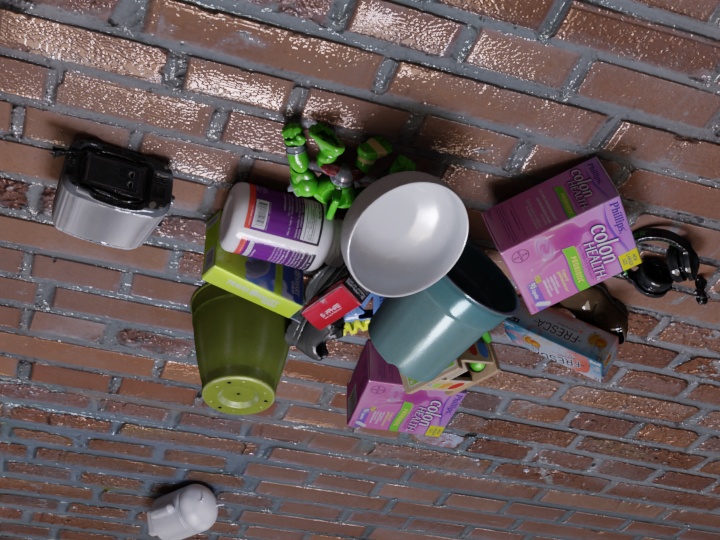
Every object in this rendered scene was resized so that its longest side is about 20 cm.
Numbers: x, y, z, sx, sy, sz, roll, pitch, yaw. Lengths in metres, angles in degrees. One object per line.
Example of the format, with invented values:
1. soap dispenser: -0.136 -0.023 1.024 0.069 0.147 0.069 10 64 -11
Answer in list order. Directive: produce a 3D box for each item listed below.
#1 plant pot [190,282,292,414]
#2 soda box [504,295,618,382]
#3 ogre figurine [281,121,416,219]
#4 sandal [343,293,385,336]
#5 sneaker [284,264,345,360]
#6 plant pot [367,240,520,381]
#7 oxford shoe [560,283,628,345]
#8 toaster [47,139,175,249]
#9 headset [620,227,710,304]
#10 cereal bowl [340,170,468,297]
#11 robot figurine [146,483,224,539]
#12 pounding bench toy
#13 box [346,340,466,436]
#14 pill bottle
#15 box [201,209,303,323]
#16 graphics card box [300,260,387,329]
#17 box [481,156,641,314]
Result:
1. plant pot: -0.213 0.146 1.874 0.199 0.194 0.201 -1 143 0
2. soda box: 0.359 0.121 1.874 0.199 0.068 0.064 25 151 28
3. ogre figurine: -0.031 -0.148 1.580 0.199 0.098 0.120 3 132 -25
4. sandal: 0.028 0.056 1.863 0.199 0.080 0.088 -13 104 -2
5. sneaker: -0.057 0.070 1.819 0.076 0.091 0.201 -25 145 -50
6. plant pot: 0.125 0.066 1.733 0.199 0.201 0.196 26 118 -30
7. oxford shoe: 0.421 0.076 1.886 0.199 0.085 0.073 29 135 -30
8. toaster: -0.392 -0.113 1.604 0.199 0.114 0.129 14 142 -22
9. headset: 0.533 -0.008 1.809 0.200 0.094 0.123 38 134 -19
10. cereal bowl: 0.057 -0.064 1.561 0.199 0.083 0.201 -13 127 -18
11. robot figurine: -0.419 0.577 2.488 0.199 0.114 0.169 -26 156 29
12. pounding bench toy: 0.185 0.132 1.890 0.199 0.125 0.155 -31 154 33
13. box: 0.088 0.237 2.075 0.199 0.097 0.176 8 141 -12
14. pill bottle: -0.119 -0.065 1.669 0.199 0.113 0.113 14 140 -19
15. box: -0.167 -0.004 1.738 0.199 0.123 0.048 27 134 -31
16. graphics card box: 0.000 0.000 1.675 0.051 0.200 0.125 45 140 -9
17. box: 0.321 -0.052 1.661 0.199 0.097 0.176 -26 137 7
